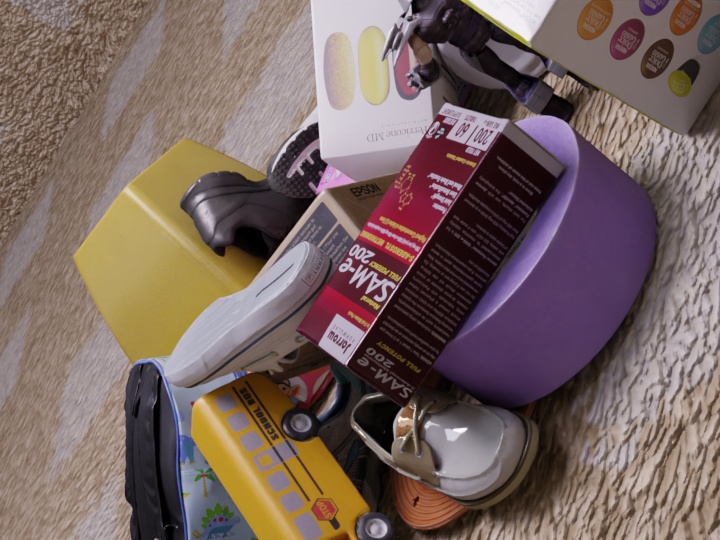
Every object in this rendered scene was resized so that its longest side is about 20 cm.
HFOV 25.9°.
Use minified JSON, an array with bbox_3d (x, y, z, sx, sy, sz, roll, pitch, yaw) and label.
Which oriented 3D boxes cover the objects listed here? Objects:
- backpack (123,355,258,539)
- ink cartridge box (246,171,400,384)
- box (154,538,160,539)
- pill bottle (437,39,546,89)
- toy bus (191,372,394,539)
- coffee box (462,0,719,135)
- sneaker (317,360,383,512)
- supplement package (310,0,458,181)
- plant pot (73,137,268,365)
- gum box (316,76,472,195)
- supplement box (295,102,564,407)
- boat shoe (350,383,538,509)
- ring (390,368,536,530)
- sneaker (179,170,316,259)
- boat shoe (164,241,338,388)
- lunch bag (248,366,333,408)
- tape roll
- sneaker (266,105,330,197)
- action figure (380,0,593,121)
[{"bbox_3d":[-0.138,0.173,1.425,0.183,0.145,0.203,177,86,-66],"label":"backpack"},{"bbox_3d":[0.000,0.000,1.311,0.165,0.075,0.199,-49,-17,29],"label":"ink cartridge box"},{"bbox_3d":[-0.122,0.332,1.176,0.193,0.199,0.123,-45,26,38],"label":"box"},{"bbox_3d":[0.130,-0.271,1.429,0.112,0.111,0.202,-43,28,42],"label":"pill bottle"},{"bbox_3d":[-0.049,0.174,1.218,0.201,0.078,0.065,52,150,27],"label":"toy bus"},{"bbox_3d":[0.166,-0.247,1.099,0.200,0.199,0.199,43,106,42],"label":"coffee box"},{"bbox_3d":[-0.025,0.163,1.309,0.077,0.086,0.202,-14,52,65],"label":"sneaker"},{"bbox_3d":[0.024,-0.195,1.437,0.109,0.112,0.203,25,-121,-71],"label":"supplement package"},{"bbox_3d":[-0.191,-0.020,1.713,0.200,0.176,0.200,-47,1,38],"label":"plant pot"},{"bbox_3d":[0.042,-0.151,1.557,0.202,0.066,0.113,-65,22,-6],"label":"gum box"},{"bbox_3d":[0.046,-0.014,1.104,0.201,0.061,0.109,-57,25,-2],"label":"supplement box"},{"bbox_3d":[0.054,0.124,1.138,0.199,0.068,0.076,-11,55,64],"label":"boat shoe"},{"bbox_3d":[0.085,0.107,1.210,0.201,0.019,0.202,-49,24,31],"label":"ring"},{"bbox_3d":[-0.089,-0.056,1.631,0.091,0.198,0.076,63,146,24],"label":"sneaker"},{"bbox_3d":[-0.077,0.052,1.208,0.199,0.067,0.074,-33,27,44],"label":"boat shoe"},{"bbox_3d":[-0.057,0.032,1.552,0.201,0.081,0.177,-57,21,17],"label":"lunch bag"},{"bbox_3d":[0.114,-0.007,1.145,0.200,0.085,0.201,-41,28,28],"label":"tape roll"},{"bbox_3d":[-0.025,-0.144,1.638,0.200,0.074,0.080,-41,23,-23],"label":"sneaker"},{"bbox_3d":[0.097,-0.190,1.282,0.131,0.199,0.070,-55,21,18],"label":"action figure"}]
